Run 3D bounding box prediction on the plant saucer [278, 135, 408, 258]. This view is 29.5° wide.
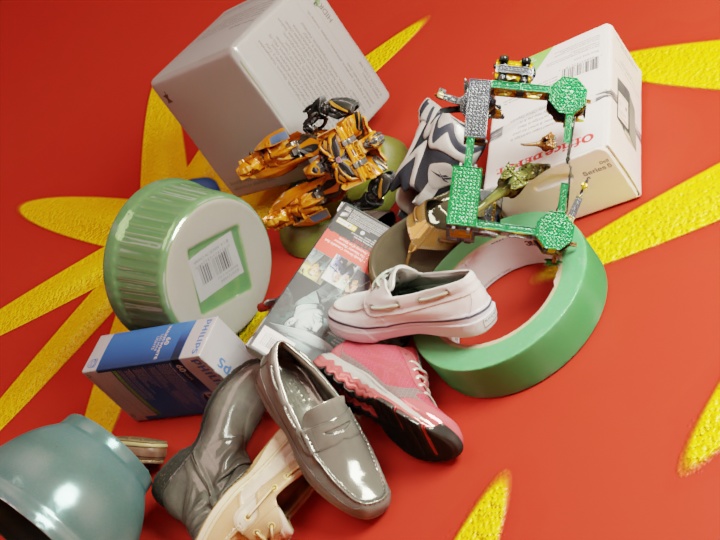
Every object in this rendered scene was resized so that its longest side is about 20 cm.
[{"bbox_3d":[-0.028,-0.103,1.711,0.199,0.031,0.201,-27,36,21],"label":"plant saucer"}]

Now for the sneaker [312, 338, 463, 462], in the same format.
[{"bbox_3d":[0.039,0.112,1.345,0.087,0.074,0.200,-42,45,-20],"label":"sneaker"}]

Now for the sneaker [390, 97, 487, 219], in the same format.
[{"bbox_3d":[0.078,-0.120,1.575,0.130,0.079,0.199,-56,17,9],"label":"sneaker"}]

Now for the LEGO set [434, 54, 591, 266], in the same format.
[{"bbox_3d":[0.151,-0.100,1.351,0.153,0.116,0.202,-1,82,3],"label":"LEGO set"}]

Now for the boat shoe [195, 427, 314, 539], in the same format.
[{"bbox_3d":[-0.094,0.239,1.352,0.069,0.074,0.200,28,73,27],"label":"boat shoe"}]

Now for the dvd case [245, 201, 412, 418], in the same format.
[{"bbox_3d":[-0.009,0.039,1.460,0.145,0.022,0.201,29,68,12],"label":"dvd case"}]

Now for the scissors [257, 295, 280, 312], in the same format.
[{"bbox_3d":[-0.101,0.039,1.538,0.073,0.014,0.200,-17,0,16],"label":"scissors"}]

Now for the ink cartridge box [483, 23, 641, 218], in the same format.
[{"bbox_3d":[0.219,-0.150,1.463,0.145,0.084,0.201,-20,40,30],"label":"ink cartridge box"}]

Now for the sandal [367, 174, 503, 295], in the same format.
[{"bbox_3d":[0.085,-0.046,1.460,0.200,0.054,0.080,-37,70,-20],"label":"sandal"}]

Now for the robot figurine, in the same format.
[{"bbox_3d":[-0.051,-0.120,1.609,0.199,0.146,0.058,-21,11,42],"label":"robot figurine"}]

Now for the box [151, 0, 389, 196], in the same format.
[{"bbox_3d":[-0.115,-0.232,1.753,0.198,0.200,0.171,-9,33,50],"label":"box"}]

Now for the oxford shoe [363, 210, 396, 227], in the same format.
[{"bbox_3d":[0.000,0.000,1.533,0.073,0.071,0.201,-17,40,23],"label":"oxford shoe"}]

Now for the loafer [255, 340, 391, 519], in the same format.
[{"bbox_3d":[-0.037,0.154,1.331,0.070,0.070,0.200,-25,60,-31],"label":"loafer"}]

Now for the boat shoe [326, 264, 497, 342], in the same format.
[{"bbox_3d":[0.045,0.025,1.360,0.199,0.067,0.074,-4,28,36],"label":"boat shoe"}]

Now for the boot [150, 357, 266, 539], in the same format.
[{"bbox_3d":[-0.128,0.200,1.451,0.200,0.068,0.130,-54,39,-6],"label":"boot"}]

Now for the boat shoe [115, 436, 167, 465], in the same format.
[{"bbox_3d":[-0.307,0.231,1.595,0.199,0.072,0.068,-11,77,27],"label":"boat shoe"}]

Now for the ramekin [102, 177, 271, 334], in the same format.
[{"bbox_3d":[-0.199,-0.007,1.633,0.097,0.200,0.201,9,58,42],"label":"ramekin"}]

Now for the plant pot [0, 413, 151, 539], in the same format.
[{"bbox_3d":[-0.309,0.240,1.466,0.200,0.201,0.134,6,49,48],"label":"plant pot"}]

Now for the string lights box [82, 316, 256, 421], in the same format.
[{"bbox_3d":[-0.216,0.117,1.586,0.199,0.103,0.059,-10,44,38],"label":"string lights box"}]

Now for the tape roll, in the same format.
[{"bbox_3d":[0.147,0.032,1.366,0.200,0.048,0.201,-27,35,22],"label":"tape roll"}]
